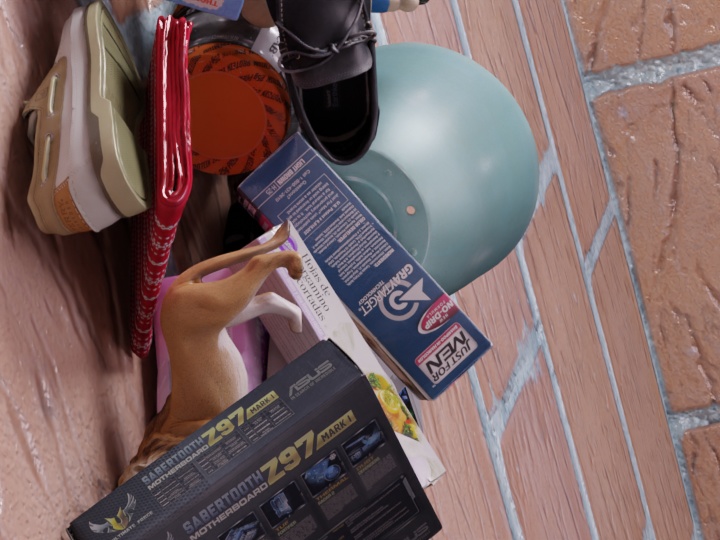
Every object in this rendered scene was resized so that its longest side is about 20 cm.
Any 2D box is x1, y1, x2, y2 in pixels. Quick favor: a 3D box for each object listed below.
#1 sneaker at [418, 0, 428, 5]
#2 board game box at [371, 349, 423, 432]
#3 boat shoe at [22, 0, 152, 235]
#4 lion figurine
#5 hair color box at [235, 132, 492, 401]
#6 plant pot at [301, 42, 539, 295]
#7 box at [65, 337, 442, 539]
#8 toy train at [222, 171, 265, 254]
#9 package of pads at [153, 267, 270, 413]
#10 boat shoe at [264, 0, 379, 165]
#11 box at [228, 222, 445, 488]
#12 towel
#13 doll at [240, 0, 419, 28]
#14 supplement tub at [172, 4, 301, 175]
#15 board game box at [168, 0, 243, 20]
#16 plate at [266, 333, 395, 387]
[{"bbox_3d":[-0.029,-0.229,1.632,0.091,0.200,0.078,81,23,-65],"label":"sneaker"},{"bbox_3d":[-0.005,0.100,1.693,0.200,0.035,0.126,11,72,-66],"label":"board game box"},{"bbox_3d":[-0.175,-0.098,1.399,0.200,0.068,0.075,-99,164,-53],"label":"boat shoe"},{"bbox_3d":[-0.095,0.068,1.432,0.072,0.122,0.200,112,-25,-80],"label":"lion figurine"},{"bbox_3d":[0.000,0.000,1.581,0.200,0.061,0.100,47,-4,0],"label":"hair color box"},{"bbox_3d":[0.018,-0.058,1.708,0.161,0.200,0.201,-41,118,-63],"label":"plant pot"},{"bbox_3d":[-0.061,0.157,1.386,0.051,0.200,0.158,42,-15,46],"label":"box"},{"bbox_3d":[-0.083,-0.073,1.776,0.046,0.034,0.200,52,28,-35],"label":"toy train"},{"bbox_3d":[-0.088,0.108,1.533,0.121,0.076,0.200,53,29,-67],"label":"package of pads"},{"bbox_3d":[-0.022,-0.154,1.517,0.062,0.075,0.200,-108,-173,-47],"label":"boat shoe"},{"bbox_3d":[-0.016,0.064,1.497,0.039,0.041,0.200,-31,88,-48],"label":"box"},{"bbox_3d":[-0.129,-0.051,1.442,0.200,0.022,0.145,110,-19,-58],"label":"towel"},{"bbox_3d":[0.002,-0.221,1.538,0.136,0.200,0.049,40,28,-44],"label":"doll"},{"bbox_3d":[-0.085,-0.158,1.660,0.200,0.122,0.123,-76,150,-59],"label":"supplement tub"},{"bbox_3d":[-0.136,-0.251,1.514,0.200,0.151,0.037,-80,-173,-52],"label":"board game box"},{"bbox_3d":[-0.012,0.119,1.570,0.200,0.032,0.200,52,33,-50],"label":"plate"}]
